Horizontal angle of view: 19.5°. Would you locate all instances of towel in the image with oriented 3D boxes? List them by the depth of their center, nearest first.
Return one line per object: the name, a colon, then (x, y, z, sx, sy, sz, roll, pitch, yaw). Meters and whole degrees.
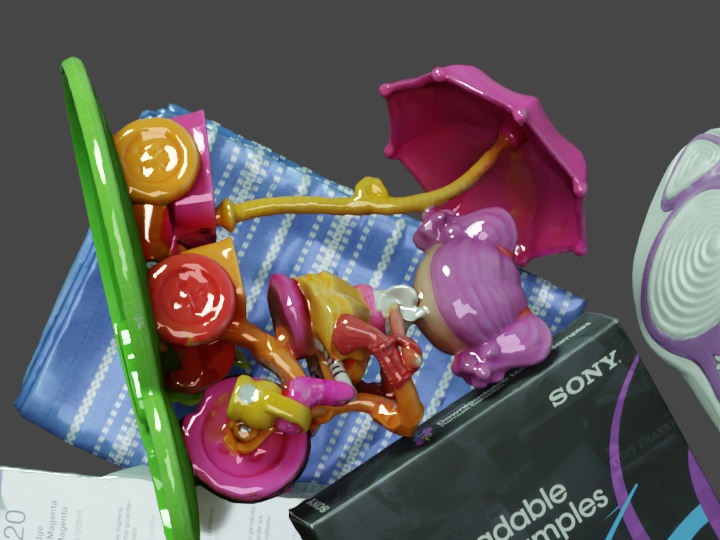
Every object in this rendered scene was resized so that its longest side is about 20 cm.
towel: (-0.025, 0.034, 0.849, 0.200, 0.024, 0.145, 25, 87, 3)

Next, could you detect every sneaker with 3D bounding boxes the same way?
sneaker: (0.169, 0.039, 0.827, 0.075, 0.100, 0.200, -30, 62, 33)

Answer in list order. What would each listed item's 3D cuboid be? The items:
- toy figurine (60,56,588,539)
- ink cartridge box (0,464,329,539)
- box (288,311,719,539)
toy figurine: (0.000, 0.000, 0.773, 0.184, 0.150, 0.200, -12, 68, -9)
ink cartridge box: (-0.051, 0.179, 0.821, 0.200, 0.043, 0.197, 6, 92, 2)
box: (0.082, 0.136, 0.792, 0.143, 0.036, 0.200, -33, 100, -14)
